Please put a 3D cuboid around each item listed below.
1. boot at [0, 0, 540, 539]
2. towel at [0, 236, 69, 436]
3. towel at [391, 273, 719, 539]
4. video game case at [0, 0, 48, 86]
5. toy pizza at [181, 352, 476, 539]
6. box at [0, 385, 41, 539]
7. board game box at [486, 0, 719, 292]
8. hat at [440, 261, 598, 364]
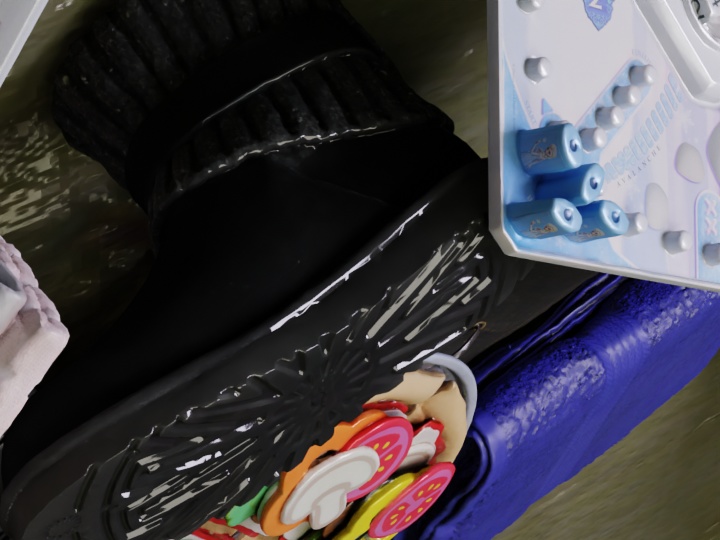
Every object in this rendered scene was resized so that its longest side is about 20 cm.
[{"bbox_3d":[-0.061,-0.011,0.823,0.211,0.158,0.080,-33,153,-25],"label":"boot"},{"bbox_3d":[-0.174,0.047,0.740,0.032,0.200,0.191,35,95,-31],"label":"towel"},{"bbox_3d":[0.089,0.049,1.109,0.200,0.050,0.148,-34,163,-31],"label":"towel"},{"bbox_3d":[-0.175,-0.098,0.633,0.200,0.023,0.182,28,107,-13],"label":"video game case"},{"bbox_3d":[-0.036,0.101,0.945,0.200,0.032,0.200,-29,156,-14],"label":"toy pizza"},{"bbox_3d":[-0.136,0.127,0.978,0.158,0.050,0.200,-48,146,3],"label":"box"},{"bbox_3d":[0.122,-0.094,0.855,0.200,0.026,0.201,9,76,-41],"label":"board game box"},{"bbox_3d":[0.000,0.000,0.956,0.200,0.081,0.201,-25,163,-8],"label":"hat"}]
